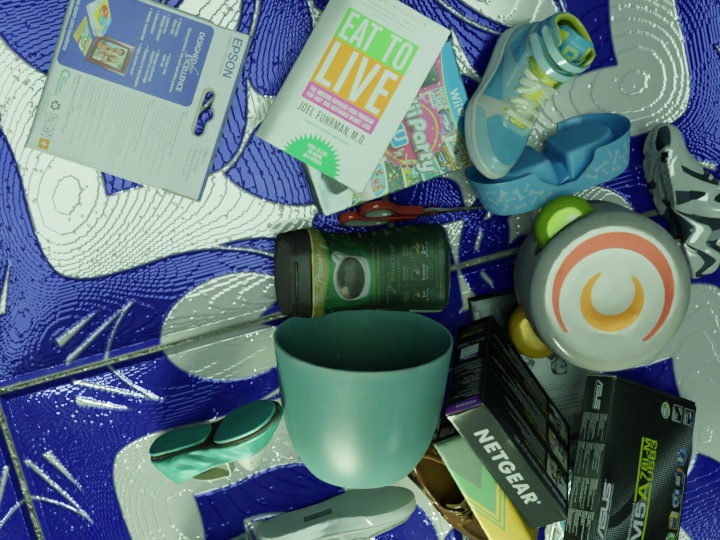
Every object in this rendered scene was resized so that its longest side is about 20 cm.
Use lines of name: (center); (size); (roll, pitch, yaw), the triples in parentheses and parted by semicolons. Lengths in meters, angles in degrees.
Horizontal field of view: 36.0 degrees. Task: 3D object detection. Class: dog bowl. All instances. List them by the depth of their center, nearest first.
dog bowl: (0.222, -0.122, 1.286); (0.200, 0.112, 0.050); (-22, 116, -4)

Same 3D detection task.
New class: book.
book: (-0.009, -0.203, 1.206); (0.133, 0.048, 0.200); (28, 95, -7)

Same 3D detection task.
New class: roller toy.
roller toy: (0.273, 0.016, 1.276); (0.182, 0.140, 0.200); (8, 101, -5)

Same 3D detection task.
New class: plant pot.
plant pot: (0.001, 0.148, 1.259); (0.200, 0.201, 0.161); (-1, 109, -9)

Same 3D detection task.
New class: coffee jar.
coffee jar: (0.000, 0.000, 1.281); (0.200, 0.085, 0.105); (-2, 101, -9)

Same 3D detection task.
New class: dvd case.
dvd case: (0.220, 0.117, 1.368); (0.150, 0.025, 0.200); (-11, 102, -7)

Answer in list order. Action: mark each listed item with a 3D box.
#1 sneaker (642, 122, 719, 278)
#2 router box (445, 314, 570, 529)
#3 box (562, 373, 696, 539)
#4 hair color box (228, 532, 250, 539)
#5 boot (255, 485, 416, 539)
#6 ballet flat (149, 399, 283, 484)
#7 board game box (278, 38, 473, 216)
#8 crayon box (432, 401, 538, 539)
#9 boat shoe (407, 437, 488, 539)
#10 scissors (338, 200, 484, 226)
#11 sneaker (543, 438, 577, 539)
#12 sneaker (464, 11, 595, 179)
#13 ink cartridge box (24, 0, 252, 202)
sneaker: (0.425, -0.100, 1.334); (0.129, 0.079, 0.199); (-23, 103, -6)
router box: (0.173, 0.172, 1.261); (0.051, 0.149, 0.200); (-23, 119, 26)
box: (0.325, 0.237, 1.324); (0.193, 0.047, 0.200); (21, 76, -44)
hair color box: (-0.146, 0.433, 1.349); (0.099, 0.061, 0.200); (-21, 102, -4)
boot: (-0.021, 0.333, 1.352); (0.200, 0.074, 0.096); (-15, 108, 2)
ballet flat: (-0.153, 0.202, 1.275); (0.200, 0.067, 0.070); (-21, 118, 30)
board game box: (0.025, -0.166, 1.267); (0.200, 0.064, 0.148); (-20, 102, -6)
crayon box: (0.163, 0.243, 1.307); (0.051, 0.127, 0.200); (-23, 107, 23)
boat shoe: (0.122, 0.279, 1.359); (0.200, 0.068, 0.072); (44, 91, -13)
scissors: (0.070, -0.068, 1.312); (0.200, 0.073, 0.014); (-3, 74, -31)
sneaker: (0.274, 0.316, 1.375); (0.077, 0.086, 0.200); (-14, 110, -7)
sneaker: (0.190, -0.202, 1.217); (0.079, 0.130, 0.200); (27, 68, -27)
ink cartridge box: (-0.245, -0.199, 1.230); (0.200, 0.047, 0.198); (18, 95, -13)
